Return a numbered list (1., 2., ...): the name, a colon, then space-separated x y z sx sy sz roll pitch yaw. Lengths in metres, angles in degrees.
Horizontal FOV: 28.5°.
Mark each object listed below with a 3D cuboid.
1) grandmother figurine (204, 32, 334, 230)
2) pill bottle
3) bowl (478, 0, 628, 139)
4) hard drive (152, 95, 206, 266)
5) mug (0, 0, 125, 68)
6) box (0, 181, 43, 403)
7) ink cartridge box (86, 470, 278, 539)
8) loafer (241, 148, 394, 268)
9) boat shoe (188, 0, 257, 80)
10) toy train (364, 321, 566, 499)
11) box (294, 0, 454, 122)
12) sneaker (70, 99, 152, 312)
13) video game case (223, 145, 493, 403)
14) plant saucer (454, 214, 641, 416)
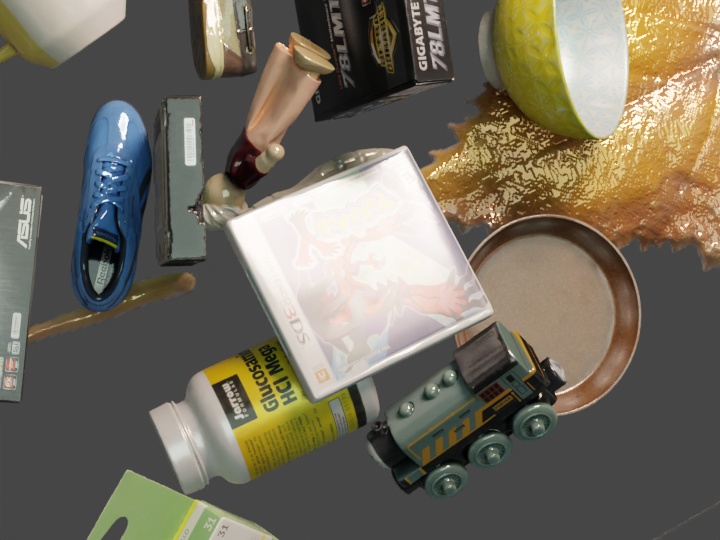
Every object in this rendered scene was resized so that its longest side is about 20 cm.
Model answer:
1. grandmother figurine: -0.097 -0.124 1.334 0.060 0.121 0.201 29 108 -11
2. pill bottle: -0.091 0.129 1.328 0.199 0.112 0.113 -25 94 -12
3. bowl: 0.179 -0.222 1.386 0.107 0.200 0.202 -4 90 29
4. hard drive: -0.164 -0.075 1.274 0.037 0.200 0.141 -1 90 -10
5. mug: -0.303 -0.265 1.299 0.154 0.186 0.150 55 47 -15
6. box: -0.379 0.014 1.302 0.157 0.048 0.202 7 87 -12
7. ink cartridge box: -0.172 0.276 1.283 0.146 0.048 0.200 -61 145 -7
8. loafer: -0.034 -0.057 1.374 0.199 0.070 0.070 -26 54 -22
9. boat shoe: -0.129 -0.282 1.357 0.064 0.073 0.202 -1 92 -23
10. toy train: 0.098 0.135 1.349 0.199 0.086 0.114 -36 128 14
11. box: 0.003 -0.253 1.314 0.049 0.198 0.202 -9 91 -31
12. sneaker: -0.230 -0.061 1.322 0.065 0.078 0.202 7 86 -10
13. video game case: 0.000 0.000 1.308 0.199 0.023 0.183 -24 81 -23
14. plant saucer: 0.184 0.045 1.430 0.198 0.034 0.203 0 89 -11
